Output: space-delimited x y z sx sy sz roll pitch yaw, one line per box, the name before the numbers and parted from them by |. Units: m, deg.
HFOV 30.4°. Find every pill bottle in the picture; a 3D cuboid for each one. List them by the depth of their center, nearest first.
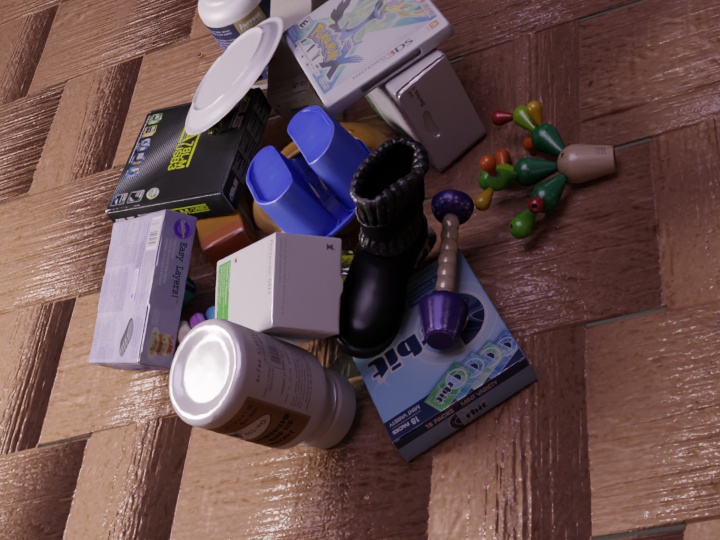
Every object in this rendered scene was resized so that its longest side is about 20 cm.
pill bottle | -0.100 0.131 1.435 0.113 0.199 0.116 -16 63 36
pill bottle | -0.169 -0.371 1.938 0.110 0.201 0.112 -18 45 19

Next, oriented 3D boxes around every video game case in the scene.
video game case | 0.005 -0.300 1.674 0.181 0.022 0.201 -34 41 4

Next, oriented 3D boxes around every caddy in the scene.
caddy | -0.051 -0.105 1.570 0.141 0.105 0.200 -43 26 6

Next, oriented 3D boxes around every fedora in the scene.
fedora | -0.040 -0.099 1.700 0.198 0.082 0.202 -17 45 18

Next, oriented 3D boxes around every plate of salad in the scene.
plate of salad | -0.163 -0.256 1.780 0.200 0.048 0.201 -39 28 25

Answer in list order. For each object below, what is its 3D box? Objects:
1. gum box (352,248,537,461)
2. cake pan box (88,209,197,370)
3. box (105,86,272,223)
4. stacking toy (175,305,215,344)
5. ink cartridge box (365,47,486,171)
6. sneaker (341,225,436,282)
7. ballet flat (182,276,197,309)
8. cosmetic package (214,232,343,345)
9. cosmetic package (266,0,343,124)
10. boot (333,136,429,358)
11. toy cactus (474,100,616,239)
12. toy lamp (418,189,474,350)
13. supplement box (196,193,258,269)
gum box | 0.081 0.089 1.479 0.169 0.045 0.201 -33 41 4
cake pan box | -0.276 0.024 1.671 0.183 0.052 0.203 -9 71 57
box | -0.232 -0.151 1.805 0.191 0.048 0.202 -9 47 29
stacking toy | -0.126 0.053 1.631 0.199 0.086 0.086 -32 42 -2
ink cartridge box | 0.059 -0.241 1.711 0.084 0.145 0.200 -38 42 -3
sneaker | 0.000 0.000 1.573 0.199 0.077 0.075 -33 -3 1
ballet flat | -0.283 -0.002 1.791 0.071 0.067 0.200 -49 40 6
cosmetic package | -0.095 0.028 1.497 0.200 0.084 0.109 156 118 -64
cosmetic package | -0.075 -0.303 1.859 0.072 0.103 0.202 -12 61 24
boot | 0.019 -0.026 1.454 0.078 0.158 0.213 13 63 10
toy cactus | 0.216 -0.129 1.560 0.163 0.103 0.201 -7 40 16
toy lamp | 0.097 0.000 1.476 0.058 0.058 0.202 -12 46 25
supplement box | -0.189 -0.084 1.798 0.066 0.069 0.201 -27 44 7
